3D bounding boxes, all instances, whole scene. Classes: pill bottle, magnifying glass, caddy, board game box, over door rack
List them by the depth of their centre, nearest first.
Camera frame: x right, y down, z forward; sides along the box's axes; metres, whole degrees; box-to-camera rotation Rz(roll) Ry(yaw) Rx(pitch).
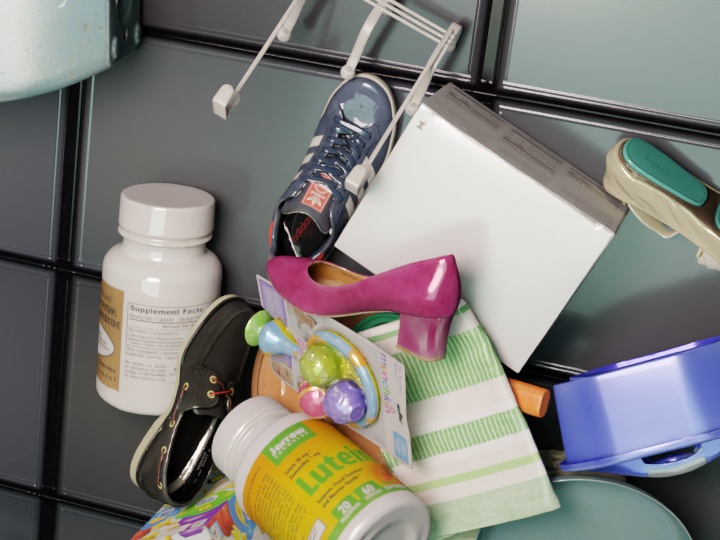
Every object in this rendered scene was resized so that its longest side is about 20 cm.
[{"bbox_3d":[0.263,0.126,1.431,0.199,0.141,0.106,-17,86,21],"label":"caddy"},{"bbox_3d":[-0.021,-0.168,1.431,0.147,0.200,0.067,30,153,6],"label":"over door rack"},{"bbox_3d":[-0.042,0.196,1.460,0.200,0.111,0.112,35,116,38],"label":"pill bottle"},{"bbox_3d":[0.074,0.091,1.460,0.199,0.022,0.080,16,97,30],"label":"magnifying glass"},{"bbox_3d":[-0.189,0.025,1.559,0.114,0.114,0.201,11,108,14],"label":"pill bottle"},{"bbox_3d":[-0.131,0.258,1.561,0.104,0.200,0.104,-21,99,22],"label":"board game box"}]

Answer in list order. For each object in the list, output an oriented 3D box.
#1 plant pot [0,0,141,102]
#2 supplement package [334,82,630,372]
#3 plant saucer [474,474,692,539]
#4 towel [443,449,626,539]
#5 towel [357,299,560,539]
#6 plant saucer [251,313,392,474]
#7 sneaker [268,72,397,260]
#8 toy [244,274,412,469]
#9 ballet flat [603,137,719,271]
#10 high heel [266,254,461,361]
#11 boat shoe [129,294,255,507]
[{"bbox_3d":[-0.304,-0.253,1.482,0.199,0.196,0.198,4,107,5],"label":"plant pot"},{"bbox_3d":[0.108,-0.040,1.452,0.199,0.111,0.156,35,112,5],"label":"supplement package"},{"bbox_3d":[0.202,0.253,1.486,0.199,0.027,0.201,5,127,6],"label":"plant saucer"},{"bbox_3d":[0.152,0.239,1.539,0.199,0.037,0.149,-4,109,6],"label":"towel"},{"bbox_3d":[0.072,0.134,1.442,0.152,0.023,0.201,-21,94,33],"label":"towel"},{"bbox_3d":[-0.019,0.113,1.540,0.199,0.032,0.202,-1,88,30],"label":"plant saucer"},{"bbox_3d":[-0.028,-0.082,1.495,0.075,0.085,0.201,25,111,9],"label":"sneaker"},{"bbox_3d":[-0.037,0.095,1.453,0.200,0.047,0.116,34,141,43],"label":"toy"},{"bbox_3d":[0.295,-0.042,1.427,0.200,0.069,0.070,36,112,7],"label":"ballet flat"},{"bbox_3d":[0.000,0.000,1.404,0.199,0.067,0.097,27,120,37],"label":"high heel"},{"bbox_3d":[-0.142,0.121,1.519,0.063,0.074,0.202,21,84,46],"label":"boat shoe"}]
